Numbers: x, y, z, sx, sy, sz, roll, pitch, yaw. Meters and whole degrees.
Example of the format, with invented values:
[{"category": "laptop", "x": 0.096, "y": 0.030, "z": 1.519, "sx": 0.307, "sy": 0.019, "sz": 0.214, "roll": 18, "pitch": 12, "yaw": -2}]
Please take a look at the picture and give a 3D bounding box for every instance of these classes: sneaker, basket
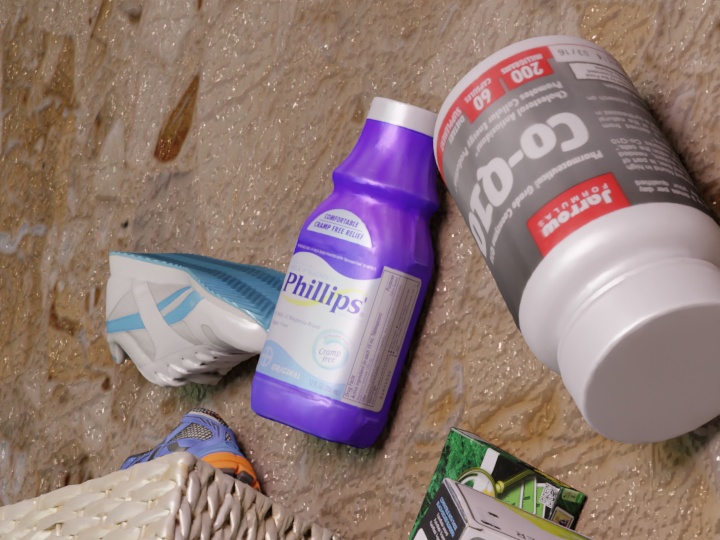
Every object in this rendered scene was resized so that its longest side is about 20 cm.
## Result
[{"category": "sneaker", "x": -0.137, "y": 0.163, "z": 1.514, "sx": 0.200, "sy": 0.075, "sz": 0.079, "roll": -40, "pitch": 38, "yaw": 25}, {"category": "basket", "x": -0.123, "y": 0.227, "z": 1.320, "sx": 0.200, "sy": 0.161, "sz": 0.199, "roll": -19, "pitch": 47, "yaw": 40}, {"category": "sneaker", "x": -0.095, "y": 0.036, "z": 1.509, "sx": 0.200, "sy": 0.076, "sz": 0.081, "roll": 13, "pitch": 100, "yaw": 56}]

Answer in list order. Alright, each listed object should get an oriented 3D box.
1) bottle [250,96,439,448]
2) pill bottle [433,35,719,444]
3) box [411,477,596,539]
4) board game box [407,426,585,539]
[{"category": "bottle", "x": 0.000, "y": 0.000, "z": 1.393, "sx": 0.083, "sy": 0.065, "sz": 0.201, "roll": 18, "pitch": 89, "yaw": 36}, {"category": "pill bottle", "x": 0.120, "y": -0.017, "z": 1.208, "sx": 0.114, "sy": 0.114, "sz": 0.200, "roll": -51, "pitch": 41, "yaw": 26}, {"category": "box", "x": 0.053, "y": 0.218, "z": 1.189, "sx": 0.200, "sy": 0.116, "sz": 0.060, "roll": -64, "pitch": 16, "yaw": 13}, {"category": "board game box", "x": 0.049, "y": 0.195, "z": 1.289, "sx": 0.105, "sy": 0.023, "sz": 0.201, "roll": 25, "pitch": 95, "yaw": 56}]
